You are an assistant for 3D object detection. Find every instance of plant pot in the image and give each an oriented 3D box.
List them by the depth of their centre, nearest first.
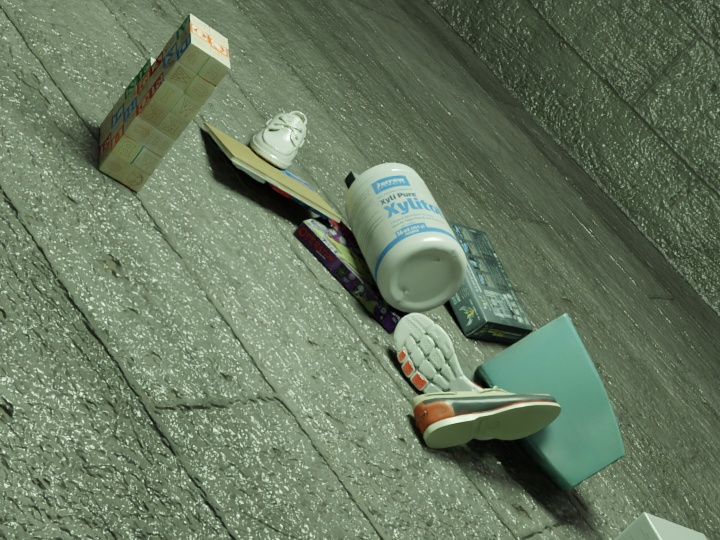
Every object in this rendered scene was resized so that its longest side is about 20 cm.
[{"bbox_3d":[0.266,0.189,1.652,0.201,0.140,0.141,59,-5,10],"label":"plant pot"}]

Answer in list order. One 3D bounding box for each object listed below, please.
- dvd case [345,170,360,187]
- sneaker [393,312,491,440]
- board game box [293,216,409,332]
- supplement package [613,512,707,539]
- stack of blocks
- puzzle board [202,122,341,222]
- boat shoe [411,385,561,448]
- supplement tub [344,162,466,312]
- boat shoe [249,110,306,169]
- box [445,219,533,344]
[{"bbox_3d":[0.062,-0.073,2.008,0.150,0.025,0.201,26,26,-38],"label":"dvd case"},{"bbox_3d":[0.117,0.147,1.635,0.201,0.077,0.082,53,4,10],"label":"sneaker"},{"bbox_3d":[0.000,0.000,1.749,0.200,0.032,0.120,46,16,8],"label":"board game box"},{"bbox_3d":[0.294,0.377,1.289,0.119,0.200,0.122,24,27,-38],"label":"supplement package"},{"bbox_3d":[-0.240,-0.209,1.472,0.058,0.200,0.116,30,24,-27],"label":"stack of blocks"},{"bbox_3d":[-0.131,-0.140,1.757,0.199,0.017,0.151,30,9,-32],"label":"puzzle board"},{"bbox_3d":[0.161,0.178,1.544,0.198,0.072,0.063,-6,44,-20],"label":"boat shoe"},{"bbox_3d":[0.062,-0.048,1.732,0.131,0.132,0.201,27,25,-36],"label":"supplement tub"},{"bbox_3d":[-0.119,-0.211,1.866,0.071,0.070,0.200,35,17,-8],"label":"boat shoe"},{"bbox_3d":[0.188,0.018,1.972,0.157,0.051,0.201,13,47,-54],"label":"box"}]
